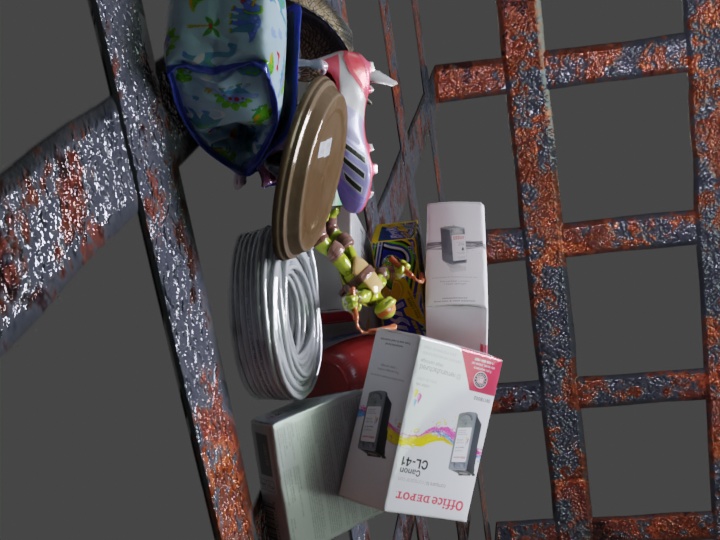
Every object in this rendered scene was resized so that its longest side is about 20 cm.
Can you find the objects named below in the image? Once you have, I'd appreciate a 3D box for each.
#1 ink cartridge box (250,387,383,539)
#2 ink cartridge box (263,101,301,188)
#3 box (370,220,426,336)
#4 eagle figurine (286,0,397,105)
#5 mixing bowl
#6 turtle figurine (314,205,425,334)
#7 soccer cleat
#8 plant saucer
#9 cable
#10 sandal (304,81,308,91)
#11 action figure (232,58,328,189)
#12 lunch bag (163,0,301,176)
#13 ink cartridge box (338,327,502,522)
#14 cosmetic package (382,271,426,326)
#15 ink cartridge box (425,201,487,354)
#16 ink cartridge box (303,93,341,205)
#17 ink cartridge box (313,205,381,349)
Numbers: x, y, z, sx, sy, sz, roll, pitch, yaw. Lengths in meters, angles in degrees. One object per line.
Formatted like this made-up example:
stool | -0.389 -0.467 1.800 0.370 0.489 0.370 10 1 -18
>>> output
ink cartridge box | -0.029 0.224 1.377 0.199 0.057 0.165 -19 106 -43
ink cartridge box | -0.091 -0.167 1.533 0.200 0.039 0.101 -48 132 -74
box | 0.061 0.038 1.636 0.070 0.063 0.202 -75 157 -65
eagle figurine | -0.060 -0.283 1.485 0.151 0.151 0.202 -35 119 -37
mixing bowl | -0.012 0.169 1.478 0.108 0.199 0.203 16 66 -46
turtle figurine | 0.000 0.000 1.456 0.162 0.064 0.200 53 34 0
soccer cleat | -0.024 -0.167 1.432 0.067 0.076 0.202 32 -54 55
plant saucer | -0.051 -0.106 1.249 0.200 0.029 0.202 14 90 -80
cable | -0.097 0.049 1.336 0.200 0.068 0.202 -59 143 -69
sandal | -0.029 -0.190 1.671 0.083 0.049 0.204 55 14 -64
action figure | -0.115 -0.194 1.364 0.202 0.148 0.134 68 -21 9
lunch bag | -0.126 -0.217 1.203 0.201 0.126 0.172 87 3 -64
ink cartridge box | 0.073 0.182 1.374 0.147 0.085 0.202 17 82 -39
cosmetic package | 0.054 0.100 1.767 0.088 0.102 0.201 -77 -170 -61
ink cartridge box | 0.129 0.026 1.572 0.201 0.084 0.147 -84 172 -46
ink cartridge box | -0.046 -0.135 1.721 0.161 0.049 0.202 63 27 -62
ink cartridge box | -0.030 0.018 1.598 0.200 0.085 0.149 62 25 -67
